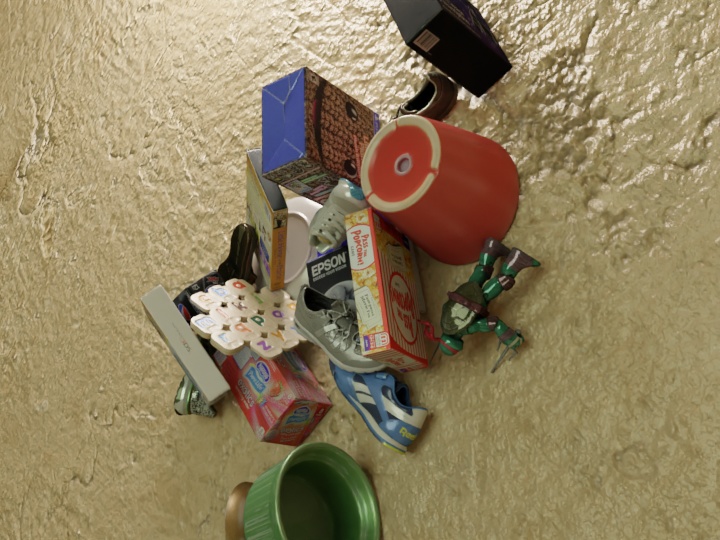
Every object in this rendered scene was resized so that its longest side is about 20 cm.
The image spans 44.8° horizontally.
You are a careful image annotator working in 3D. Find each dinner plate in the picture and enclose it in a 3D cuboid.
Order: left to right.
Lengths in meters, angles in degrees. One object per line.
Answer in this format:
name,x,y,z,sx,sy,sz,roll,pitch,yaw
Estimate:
dinner plate,-0.128,-0.036,1.545,0.198,0.024,0.203,-14,68,38

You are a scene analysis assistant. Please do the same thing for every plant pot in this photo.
plant pot,-0.141,0.412,1.301,0.027,0.200,0.202,-18,63,15
plant pot,0.107,-0.127,1.269,0.199,0.176,0.203,-14,68,36

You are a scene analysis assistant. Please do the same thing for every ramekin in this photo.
ramekin,-0.073,0.359,1.259,0.097,0.199,0.203,-30,58,37

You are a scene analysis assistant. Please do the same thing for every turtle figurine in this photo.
turtle figurine,0.164,0.057,1.219,0.149,0.100,0.202,31,91,42

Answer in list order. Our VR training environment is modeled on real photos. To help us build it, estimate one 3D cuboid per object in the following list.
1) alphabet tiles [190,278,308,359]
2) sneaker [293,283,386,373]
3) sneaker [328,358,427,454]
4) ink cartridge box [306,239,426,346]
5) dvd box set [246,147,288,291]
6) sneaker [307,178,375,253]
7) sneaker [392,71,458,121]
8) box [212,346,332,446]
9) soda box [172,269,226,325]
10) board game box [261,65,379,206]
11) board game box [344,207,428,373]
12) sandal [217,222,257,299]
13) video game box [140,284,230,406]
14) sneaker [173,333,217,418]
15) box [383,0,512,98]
alphabet tiles,-0.178,0.079,1.435,0.195,0.199,0.015,33,125,27
sneaker,-0.031,0.087,1.318,0.198,0.075,0.083,25,133,32
sneaker,0.027,0.182,1.312,0.082,0.074,0.200,-50,55,9
ink cartridge box,0.000,0.000,1.399,0.197,0.043,0.203,-23,67,34
dvd box set,-0.160,-0.084,1.470,0.201,0.029,0.147,99,152,-49
sneaker,-0.030,-0.079,1.349,0.081,0.076,0.200,-59,5,-18
sneaker,0.073,-0.230,1.398,0.070,0.075,0.201,42,104,40
box,-0.148,0.180,1.443,0.103,0.094,0.200,-51,50,16
soda box,-0.299,0.067,1.568,0.064,0.070,0.200,56,147,-1
board game box,-0.061,-0.206,1.421,0.096,0.199,0.162,-16,67,34
board game box,0.037,0.032,1.238,0.046,0.151,0.203,-15,71,20
sandal,-0.210,-0.007,1.560,0.082,0.054,0.201,56,140,33
video game box,-0.291,0.131,1.455,0.047,0.182,0.201,-34,86,-17
sneaker,-0.262,0.176,1.578,0.087,0.077,0.203,17,84,10
box,0.126,-0.368,1.313,0.079,0.199,0.142,-40,55,24
